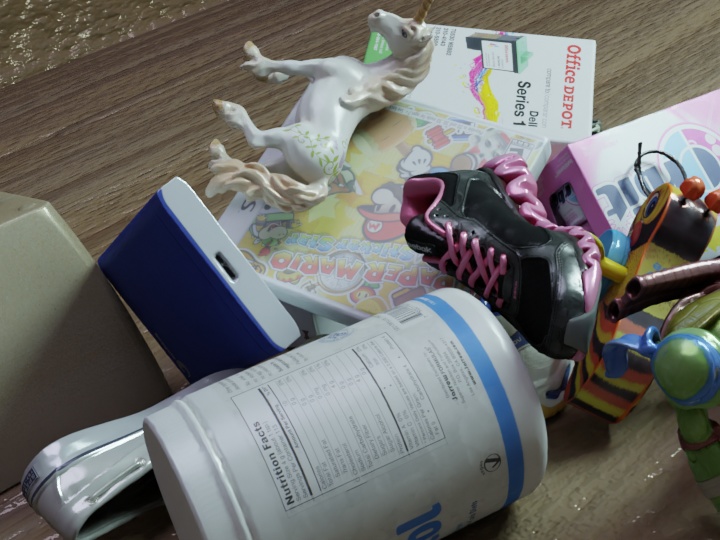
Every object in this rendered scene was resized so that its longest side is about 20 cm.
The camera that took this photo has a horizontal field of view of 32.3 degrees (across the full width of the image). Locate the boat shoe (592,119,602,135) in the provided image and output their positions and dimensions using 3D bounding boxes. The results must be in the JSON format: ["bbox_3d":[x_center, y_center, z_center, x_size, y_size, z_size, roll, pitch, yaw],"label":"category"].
[{"bbox_3d":[0.147,-0.113,1.148,0.198,0.064,0.070,-7,15,-38],"label":"boat shoe"}]

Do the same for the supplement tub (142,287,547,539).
[{"bbox_3d":[-0.008,0.103,0.698,0.198,0.133,0.132,-23,22,-17],"label":"supplement tub"}]

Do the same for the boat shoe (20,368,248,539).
[{"bbox_3d":[-0.122,0.124,0.821,0.199,0.072,0.066,-15,49,-45],"label":"boat shoe"}]

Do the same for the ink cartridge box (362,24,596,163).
[{"bbox_3d":[0.098,-0.131,1.055,0.198,0.085,0.146,7,47,7],"label":"ink cartridge box"}]

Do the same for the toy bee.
[{"bbox_3d":[0.180,-0.011,0.777,0.129,0.202,0.109,5,-21,-13],"label":"toy bee"}]

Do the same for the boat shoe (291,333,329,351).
[{"bbox_3d":[-0.034,0.093,0.828,0.062,0.073,0.200,-4,18,26],"label":"boat shoe"}]

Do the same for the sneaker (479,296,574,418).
[{"bbox_3d":[0.123,0.023,0.873,0.074,0.089,0.200,-11,20,16],"label":"sneaker"}]

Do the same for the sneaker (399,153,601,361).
[{"bbox_3d":[0.075,-0.009,0.739,0.094,0.080,0.200,1,25,-16],"label":"sneaker"}]

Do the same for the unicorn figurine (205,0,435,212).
[{"bbox_3d":[-0.028,-0.124,0.894,0.136,0.202,0.074,15,-14,14],"label":"unicorn figurine"}]

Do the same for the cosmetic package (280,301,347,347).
[{"bbox_3d":[-0.007,-0.011,1.071,0.101,0.075,0.199,7,29,43],"label":"cosmetic package"}]

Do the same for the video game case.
[{"bbox_3d":[0.009,-0.047,0.881,0.198,0.023,0.183,19,64,25],"label":"video game case"}]

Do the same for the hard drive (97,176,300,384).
[{"bbox_3d":[-0.123,0.017,0.895,0.025,0.132,0.200,-40,5,-25],"label":"hard drive"}]

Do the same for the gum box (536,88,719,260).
[{"bbox_3d":[0.227,-0.053,0.910,0.198,0.114,0.066,-21,-13,-27],"label":"gum box"}]

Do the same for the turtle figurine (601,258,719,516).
[{"bbox_3d":[0.237,0.062,0.652,0.198,0.146,0.193,3,11,27],"label":"turtle figurine"}]

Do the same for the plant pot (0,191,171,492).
[{"bbox_3d":[-0.302,0.046,0.986,0.199,0.179,0.199,-29,25,-32],"label":"plant pot"}]
